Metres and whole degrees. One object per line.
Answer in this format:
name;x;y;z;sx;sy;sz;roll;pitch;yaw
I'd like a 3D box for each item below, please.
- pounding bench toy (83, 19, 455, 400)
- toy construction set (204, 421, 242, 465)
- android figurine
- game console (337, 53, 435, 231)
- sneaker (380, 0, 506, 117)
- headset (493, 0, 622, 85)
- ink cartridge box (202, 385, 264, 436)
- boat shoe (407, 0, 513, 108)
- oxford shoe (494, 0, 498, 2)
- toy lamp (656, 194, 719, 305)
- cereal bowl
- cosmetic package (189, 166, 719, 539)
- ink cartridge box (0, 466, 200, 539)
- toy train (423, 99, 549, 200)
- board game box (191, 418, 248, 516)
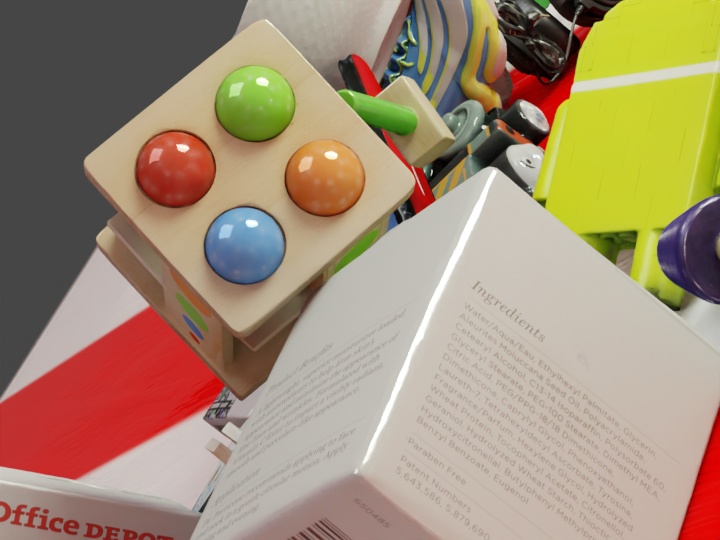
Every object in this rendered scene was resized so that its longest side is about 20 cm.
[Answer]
pounding bench toy;-0.031;-0.056;1.308;0.200;0.124;0.156;-41;-11;-14
toy construction set;0.017;0.074;1.337;0.200;0.131;0.092;-44;33;4
android figurine;0.161;-0.074;1.332;0.182;0.041;0.200;-6;66;55
game console;0.000;0.000;1.498;0.119;0.172;0.200;-26;46;5
sneaker;0.041;-0.121;1.655;0.105;0.200;0.076;-25;40;-19
headset;0.133;-0.195;1.729;0.124;0.094;0.200;-44;17;27
ink cartridge box;-0.025;0.038;1.735;0.200;0.050;0.109;-56;15;-15
boat shoe;0.048;-0.164;1.748;0.065;0.202;0.074;-21;52;35
oxford shoe;0.058;-0.142;1.859;0.075;0.058;0.200;99;-164;-51
toy lamp;0.202;-0.011;1.161;0.058;0.058;0.200;-55;17;-12
cereal bowl;-0.021;-0.158;1.584;0.200;0.083;0.200;22;-90;-87
cosmetic package;0.046;0.095;1.157;0.165;0.165;0.200;-34;23;47
ink cartridge box;-0.188;0.225;1.453;0.084;0.145;0.200;178;103;-72
toy train;0.053;-0.024;1.607;0.200;0.085;0.114;-43;29;24
board game box;-0.062;0.122;1.499;0.126;0.035;0.200;-61;5;-29
